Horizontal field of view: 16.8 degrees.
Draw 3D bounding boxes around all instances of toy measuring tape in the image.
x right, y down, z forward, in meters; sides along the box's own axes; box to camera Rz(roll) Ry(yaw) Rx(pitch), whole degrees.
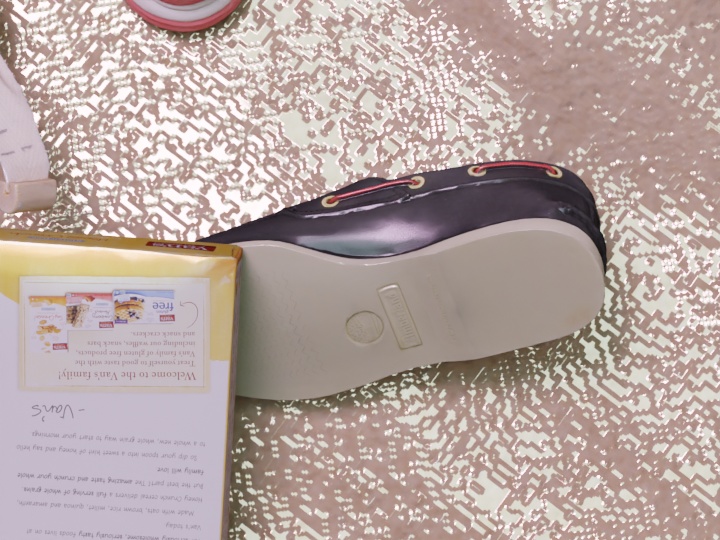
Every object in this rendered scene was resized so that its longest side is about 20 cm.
[{"bbox_3d":[-0.181,-0.100,0.994,0.073,0.074,0.201,-23,74,-4],"label":"toy measuring tape"}]

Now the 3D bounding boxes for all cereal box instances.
[{"bbox_3d":[-0.122,0.086,0.955,0.143,0.040,0.202,4,98,1],"label":"cereal box"}]

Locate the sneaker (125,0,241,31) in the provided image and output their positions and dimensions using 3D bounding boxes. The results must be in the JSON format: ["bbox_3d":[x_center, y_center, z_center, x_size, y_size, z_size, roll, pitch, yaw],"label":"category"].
[{"bbox_3d":[-0.100,-0.201,1.008,0.073,0.087,0.201,-28,81,-6],"label":"sneaker"}]

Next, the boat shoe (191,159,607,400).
[{"bbox_3d":[0.001,0.002,0.990,0.200,0.063,0.074,-9,122,10],"label":"boat shoe"}]
